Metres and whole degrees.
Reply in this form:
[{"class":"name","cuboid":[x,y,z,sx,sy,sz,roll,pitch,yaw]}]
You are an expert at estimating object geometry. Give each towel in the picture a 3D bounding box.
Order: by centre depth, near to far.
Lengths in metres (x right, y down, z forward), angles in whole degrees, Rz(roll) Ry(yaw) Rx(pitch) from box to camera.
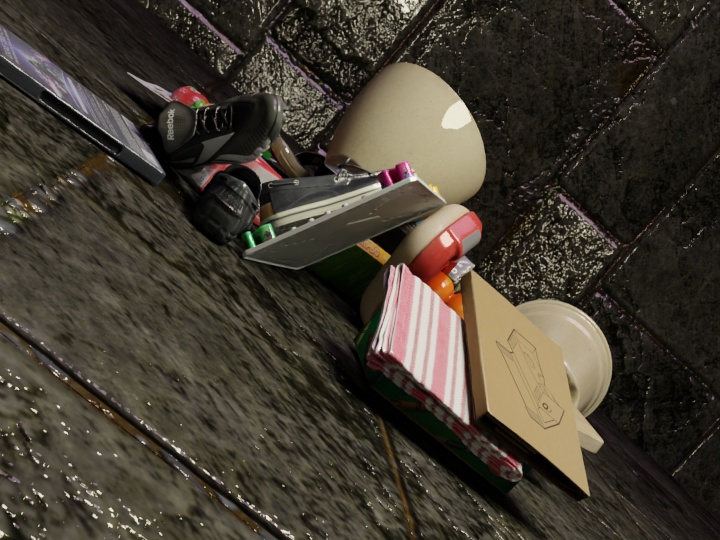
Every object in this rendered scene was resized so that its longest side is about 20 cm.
[{"class":"towel","cuboid":[0.088,0.097,1.001,0.200,0.030,0.147,43,31,-19]}]

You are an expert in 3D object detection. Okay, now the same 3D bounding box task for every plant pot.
[{"class":"plant pot","cuboid":[0.260,0.156,1.508,0.200,0.201,0.183,42,17,8]}]

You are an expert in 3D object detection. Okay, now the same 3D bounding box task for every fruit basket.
[{"class":"fruit basket","cuboid":[-0.215,-0.217,1.460,0.199,0.094,0.185,39,6,7]}]

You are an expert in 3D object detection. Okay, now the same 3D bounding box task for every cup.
[{"class":"cup","cuboid":[0.037,-0.137,1.300,0.200,0.143,0.201,37,-31,27]}]

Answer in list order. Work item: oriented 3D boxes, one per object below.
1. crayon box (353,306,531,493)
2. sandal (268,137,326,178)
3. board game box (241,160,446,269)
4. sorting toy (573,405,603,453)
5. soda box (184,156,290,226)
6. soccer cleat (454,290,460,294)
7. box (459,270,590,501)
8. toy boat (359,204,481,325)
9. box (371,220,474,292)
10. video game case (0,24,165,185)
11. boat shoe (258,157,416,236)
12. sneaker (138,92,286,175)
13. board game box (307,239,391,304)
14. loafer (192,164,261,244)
[{"class":"crayon box","cuboid":[0.088,0.134,1.085,0.200,0.058,0.119,40,8,-19]},{"class":"sandal","cuboid":[-0.062,-0.130,1.348,0.082,0.055,0.200,48,1,35]},{"class":"board game box","cuboid":[-0.014,-0.056,1.135,0.200,0.198,0.026,15,53,-76]},{"class":"sorting toy","cuboid":[0.173,0.157,1.295,0.199,0.070,0.199,27,13,-21]},{"class":"soda box","cuboid":[-0.143,-0.111,1.273,0.063,0.070,0.200,47,8,26]},{"class":"soccer cleat","cuboid":[0.139,0.080,1.433,0.201,0.067,0.082,78,5,-51]},{"class":"box","cuboid":[0.165,0.113,1.046,0.163,0.021,0.201,39,30,-28]},{"class":"toy boat","cuboid":[0.092,0.027,1.238,0.131,0.200,0.130,45,43,10]},{"class":"box","cuboid":[0.055,-0.012,1.461,0.200,0.050,0.199,45,-28,14]},{"class":"video game case","cuboid":[-0.288,-0.171,1.025,0.199,0.019,0.143,36,8,-36]},{"class":"boat shoe","cuboid":[-0.026,-0.093,1.173,0.075,0.198,0.063,133,-62,-67]},{"class":"sneaker","cuboid":[-0.166,-0.148,1.097,0.199,0.067,0.090,-11,-17,43]},{"class":"board game box","cuboid":[0.000,0.000,1.337,0.200,0.095,0.030,39,48,-42]},{"class":"loafer","cuboid":[-0.133,-0.078,1.106,0.068,0.071,0.201,40,6,-9]}]
